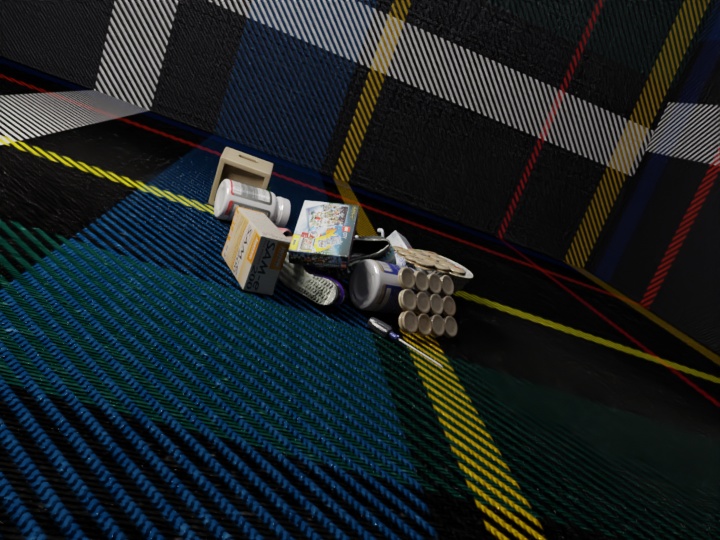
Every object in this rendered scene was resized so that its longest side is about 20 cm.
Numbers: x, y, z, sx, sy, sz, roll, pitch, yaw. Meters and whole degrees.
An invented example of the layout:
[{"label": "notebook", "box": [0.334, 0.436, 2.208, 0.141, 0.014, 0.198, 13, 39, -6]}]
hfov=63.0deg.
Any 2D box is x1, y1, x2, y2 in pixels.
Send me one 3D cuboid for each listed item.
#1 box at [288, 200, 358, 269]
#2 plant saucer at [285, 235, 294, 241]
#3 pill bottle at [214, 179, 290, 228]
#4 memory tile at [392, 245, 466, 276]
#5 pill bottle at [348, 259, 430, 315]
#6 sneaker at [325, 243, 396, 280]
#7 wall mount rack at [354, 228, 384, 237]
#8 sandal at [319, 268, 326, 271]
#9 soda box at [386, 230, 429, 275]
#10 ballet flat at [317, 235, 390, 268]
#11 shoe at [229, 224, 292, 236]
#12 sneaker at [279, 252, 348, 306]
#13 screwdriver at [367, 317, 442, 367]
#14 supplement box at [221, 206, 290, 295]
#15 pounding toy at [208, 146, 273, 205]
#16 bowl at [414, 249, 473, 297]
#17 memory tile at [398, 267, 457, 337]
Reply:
[{"label": "box", "box": [-0.082, -0.087, 1.367, 0.134, 0.038, 0.201, 6, 41, 4]}, {"label": "plant saucer", "box": [-0.176, -0.067, 1.454, 0.197, 0.037, 0.200, -6, 3, 0]}, {"label": "pill bottle", "box": [-0.312, -0.184, 1.700, 0.198, 0.115, 0.114, 14, 16, -29]}, {"label": "memory tile", "box": [0.174, -0.028, 1.535, 0.151, 0.017, 0.200, 8, 14, -24]}, {"label": "pill bottle", "box": [0.082, 0.046, 1.423, 0.198, 0.121, 0.120, 11, 18, -36]}, {"label": "sneaker", "box": [0.000, 0.000, 1.481, 0.078, 0.197, 0.087, -92, 161, -44]}, {"label": "wall mount rack", "box": [-0.025, -0.071, 1.571, 0.197, 0.076, 0.173, -2, -6, -26]}, {"label": "sandal", "box": [-0.135, -0.007, 1.435, 0.208, 0.071, 0.078, -1, -2, -1]}, {"label": "soda box", "box": [0.135, -0.014, 1.655, 0.068, 0.063, 0.201, 29, 26, -55]}, {"label": "ballet flat", "box": [-0.024, -0.051, 1.385, 0.197, 0.067, 0.057, -14, -6, -19]}, {"label": "shoe", "box": [-0.257, -0.098, 1.550, 0.090, 0.072, 0.200, 20, 9, 18]}, {"label": "sneaker", "box": [-0.105, 0.027, 1.350, 0.199, 0.070, 0.099, 34, 11, 33]}, {"label": "screwdriver", "box": [0.094, 0.149, 1.239, 0.199, 0.029, 0.028, 25, 14, 33]}, {"label": "supplement box", "box": [-0.236, -0.047, 1.295, 0.073, 0.127, 0.200, 13, 16, -32]}, {"label": "pounding toy", "box": [-0.352, -0.259, 1.830, 0.198, 0.186, 0.143, 18, 27, -13]}, {"label": "bowl", "box": [0.234, 0.020, 1.784, 0.198, 0.095, 0.201, 19, 14, -5]}, {"label": "memory tile", "box": [0.158, 0.079, 1.378, 0.198, 0.156, 0.017, 11, -20, -44]}]
